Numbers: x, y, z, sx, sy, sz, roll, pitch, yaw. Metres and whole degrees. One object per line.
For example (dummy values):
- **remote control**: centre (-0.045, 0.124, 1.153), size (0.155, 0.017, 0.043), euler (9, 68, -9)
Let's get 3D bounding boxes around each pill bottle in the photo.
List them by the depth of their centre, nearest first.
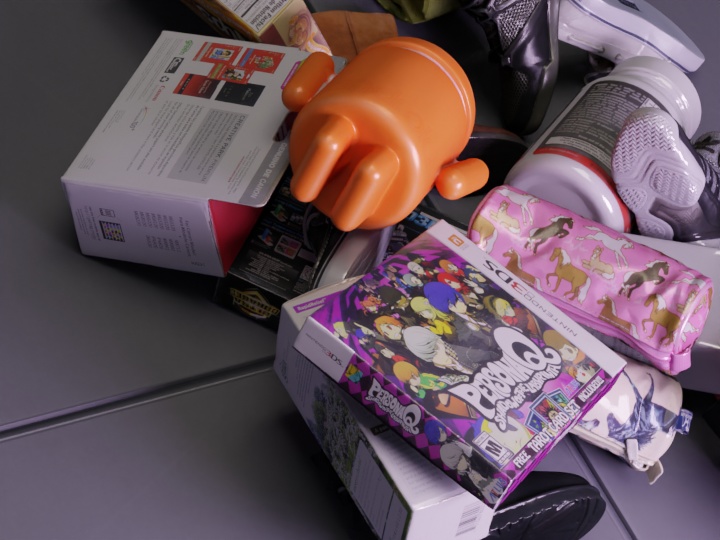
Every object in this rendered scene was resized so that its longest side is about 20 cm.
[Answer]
- **pill bottle**: centre (0.216, -0.098, 1.655), size (0.115, 0.116, 0.200), euler (33, 49, 11)

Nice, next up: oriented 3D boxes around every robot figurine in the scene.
- **robot figurine**: centre (0.020, -0.106, 1.457), size (0.142, 0.118, 0.200), euler (1, 29, 26)

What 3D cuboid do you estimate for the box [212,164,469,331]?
- **box**: centre (0.000, 0.000, 1.550), size (0.198, 0.046, 0.160), euler (24, 48, 3)

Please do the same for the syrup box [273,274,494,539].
- **syrup box**: centre (0.017, 0.106, 1.364), size (0.081, 0.079, 0.201), euler (-17, 54, -23)

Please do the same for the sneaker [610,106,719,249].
- **sneaker**: centre (0.270, -0.087, 1.576), size (0.075, 0.201, 0.114), euler (6, 53, 32)

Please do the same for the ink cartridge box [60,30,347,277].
- **ink cartridge box**: centre (-0.116, -0.095, 1.531), size (0.174, 0.084, 0.201), euler (9, 45, 20)

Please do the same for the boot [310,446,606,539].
- **boot**: centre (0.070, 0.150, 1.436), size (0.197, 0.074, 0.163), euler (-12, 50, -28)

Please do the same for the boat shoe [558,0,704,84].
- **boat shoe**: centre (0.241, -0.211, 1.790), size (0.201, 0.086, 0.075), euler (15, 35, -46)

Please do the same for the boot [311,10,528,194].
- **boot**: centre (0.042, -0.155, 1.701), size (0.186, 0.069, 0.201), euler (-5, 45, -12)

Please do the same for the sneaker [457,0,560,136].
- **sneaker**: centre (0.121, -0.222, 1.698), size (0.113, 0.202, 0.076), euler (-2, 14, -20)

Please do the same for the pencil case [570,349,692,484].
- **pencil case**: centre (0.158, 0.092, 1.475), size (0.198, 0.078, 0.090), euler (22, 40, -19)

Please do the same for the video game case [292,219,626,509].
- **video game case**: centre (0.075, 0.060, 1.345), size (0.181, 0.036, 0.200), euler (38, 36, 13)

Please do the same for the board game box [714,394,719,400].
- **board game box**: centre (0.383, 0.058, 1.623), size (0.198, 0.048, 0.102), euler (-7, 53, -23)

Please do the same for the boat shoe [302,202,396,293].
- **boat shoe**: centre (-0.014, -0.032, 1.504), size (0.070, 0.073, 0.201), euler (17, 37, 8)

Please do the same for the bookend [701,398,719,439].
- **bookend**: centre (0.406, 0.123, 1.456), size (0.198, 0.092, 0.201), euler (-34, 79, -13)

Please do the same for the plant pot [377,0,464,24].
- **plant pot**: centre (0.095, -0.328, 1.782), size (0.189, 0.201, 0.200), euler (-32, 65, -22)

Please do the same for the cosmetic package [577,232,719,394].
- **cosmetic package**: centre (0.222, 0.029, 1.546), size (0.198, 0.074, 0.102), euler (8, 55, 9)

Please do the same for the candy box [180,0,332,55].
- **candy box**: centre (-0.120, -0.248, 1.656), size (0.055, 0.116, 0.200), euler (-46, 64, -6)

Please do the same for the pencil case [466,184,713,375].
- **pencil case**: centre (0.177, 0.007, 1.471), size (0.198, 0.087, 0.083), euler (24, 5, 16)
